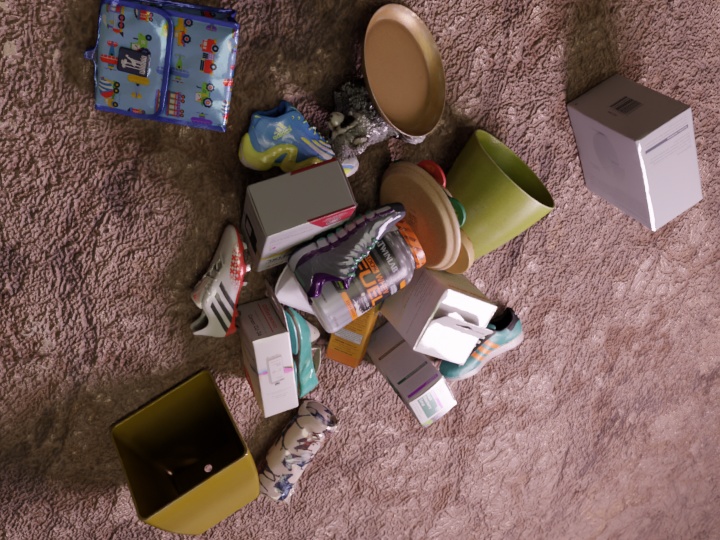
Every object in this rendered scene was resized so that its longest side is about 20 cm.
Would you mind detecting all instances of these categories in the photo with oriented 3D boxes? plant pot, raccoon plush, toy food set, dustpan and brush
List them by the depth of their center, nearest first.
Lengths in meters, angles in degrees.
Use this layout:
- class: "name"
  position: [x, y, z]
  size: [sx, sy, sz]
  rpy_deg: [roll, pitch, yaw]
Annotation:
- class: "plant pot"
  position: [0.063, -0.303, 1.250]
  size: [0.198, 0.027, 0.204]
  rpy_deg: [9, 78, -47]
- class: "raccoon plush"
  position: [0.031, -0.208, 1.257]
  size: [0.197, 0.136, 0.097]
  rpy_deg: [12, 144, -23]
- class: "toy food set"
  position: [0.104, -0.093, 1.348]
  size: [0.048, 0.199, 0.201]
  rpy_deg: [-29, 123, -27]
- class: "dustpan and brush"
  position: [-0.055, -0.025, 1.400]
  size: [0.139, 0.057, 0.201]
  rpy_deg: [22, 112, -45]
- class: "plant pot"
  position: [-0.280, 0.335, 1.404]
  size: [0.198, 0.201, 0.178]
  rpy_deg: [-31, 138, -7]
- class: "plant pot"
  position: [0.202, -0.105, 1.418]
  size: [0.186, 0.189, 0.200]
  rpy_deg: [24, 120, -35]

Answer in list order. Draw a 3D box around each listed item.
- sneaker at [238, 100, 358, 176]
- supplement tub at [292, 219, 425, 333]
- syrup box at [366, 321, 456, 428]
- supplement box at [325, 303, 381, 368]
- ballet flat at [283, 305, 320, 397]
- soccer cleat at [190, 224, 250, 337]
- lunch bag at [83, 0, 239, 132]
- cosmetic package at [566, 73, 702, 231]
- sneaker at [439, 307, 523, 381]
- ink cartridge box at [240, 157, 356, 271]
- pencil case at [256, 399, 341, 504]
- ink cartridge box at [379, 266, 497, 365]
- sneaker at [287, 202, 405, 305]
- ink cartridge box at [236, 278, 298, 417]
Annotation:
- class: "sneaker"
  position: [-0.087, -0.202, 1.260]
  size: [0.197, 0.076, 0.107]
  rpy_deg: [0, 117, -26]
- class: "supplement tub"
  position: [0.000, 0.000, 1.323]
  size: [0.198, 0.123, 0.123]
  rpy_deg: [-33, 127, -7]
- class: "syrup box"
  position: [0.086, 0.185, 1.493]
  size: [0.081, 0.200, 0.079]
  rpy_deg: [-34, 128, -4]
- class: "supplement box"
  position: [-0.001, 0.068, 1.453]
  size: [0.068, 0.067, 0.203]
  rpy_deg: [19, 112, 9]
- class: "ballet flat"
  position: [-0.105, 0.135, 1.458]
  size: [0.070, 0.067, 0.203]
  rpy_deg: [-26, 130, -31]
- class: "soccer cleat"
  position: [-0.231, 0.022, 1.321]
  size: [0.084, 0.069, 0.203]
  rpy_deg: [-3, 122, -26]
- class: "lunch bag"
  position: [-0.275, -0.289, 1.120]
  size: [0.196, 0.094, 0.153]
  rpy_deg: [5, 117, -16]
- class: "cosmetic package"
  position: [0.496, -0.216, 1.474]
  size: [0.122, 0.200, 0.202]
  rpy_deg: [-30, 127, -7]
- class: "sneaker"
  position: [0.235, 0.142, 1.633]
  size: [0.198, 0.071, 0.081]
  rpy_deg: [-31, 123, -15]
- class: "ink cartridge box"
  position: [-0.099, -0.080, 1.245]
  size: [0.144, 0.200, 0.084]
  rpy_deg: [-20, 80, -15]
- class: "pencil case"
  position: [-0.121, 0.342, 1.551]
  size: [0.089, 0.078, 0.201]
  rpy_deg: [32, 100, -15]
- class: "ink cartridge box"
  position: [0.133, 0.065, 1.447]
  size: [0.127, 0.200, 0.126]
  rpy_deg: [18, 109, -33]
- class: "sneaker"
  position: [-0.009, -0.026, 1.236]
  size: [0.198, 0.074, 0.089]
  rpy_deg: [-28, 84, 8]
- class: "ink cartridge box"
  position: [-0.162, 0.130, 1.386]
  size: [0.066, 0.117, 0.203]
  rpy_deg: [-15, 122, -18]
